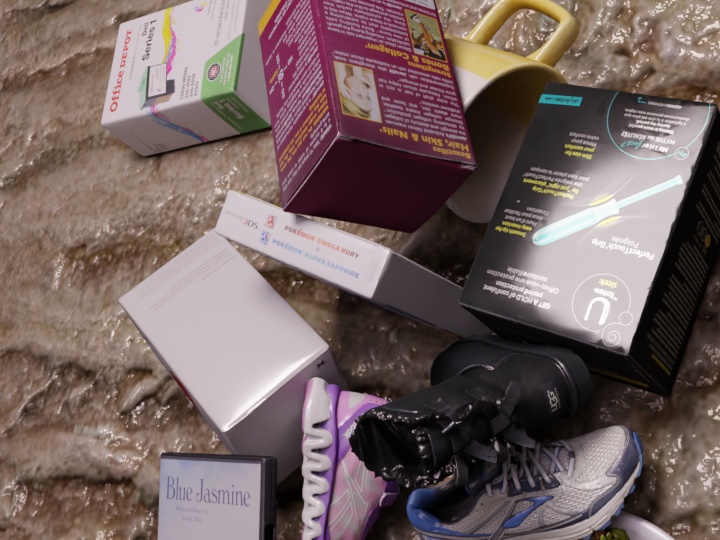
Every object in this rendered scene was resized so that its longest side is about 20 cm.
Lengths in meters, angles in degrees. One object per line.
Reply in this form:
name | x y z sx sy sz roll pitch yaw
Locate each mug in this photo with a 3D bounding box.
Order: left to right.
mug | 0.107 -0.153 0.913 0.185 0.151 0.153 -30 42 -16

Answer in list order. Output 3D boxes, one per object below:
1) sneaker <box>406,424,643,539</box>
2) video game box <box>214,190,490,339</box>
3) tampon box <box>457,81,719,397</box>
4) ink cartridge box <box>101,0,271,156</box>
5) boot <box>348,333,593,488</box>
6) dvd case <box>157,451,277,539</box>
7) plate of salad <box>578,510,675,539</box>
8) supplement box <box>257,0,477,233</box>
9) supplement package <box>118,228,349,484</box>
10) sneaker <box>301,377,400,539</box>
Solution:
sneaker | 0.121 0.169 0.759 0.199 0.085 0.077 -32 25 18
video game box | 0.000 0.000 0.856 0.181 0.199 0.047 25 90 37
tampon box | 0.198 -0.026 0.792 0.149 0.126 0.202 17 79 36
ink cartridge box | -0.196 -0.231 1.150 0.198 0.084 0.147 -8 65 29
boot | 0.065 0.108 0.758 0.198 0.161 0.074 -8 100 62
dvd case | -0.125 0.257 0.827 0.142 0.017 0.203 -8 78 42
plate of salad | 0.168 0.276 0.727 0.198 0.048 0.203 -13 63 26
supplement box | 0.001 -0.148 0.811 0.103 0.130 0.202 -45 45 46
supplement package | -0.114 0.081 0.921 0.119 0.122 0.200 -37 51 -14
sneaker | -0.006 0.191 0.827 0.087 0.081 0.203 1 102 -2
